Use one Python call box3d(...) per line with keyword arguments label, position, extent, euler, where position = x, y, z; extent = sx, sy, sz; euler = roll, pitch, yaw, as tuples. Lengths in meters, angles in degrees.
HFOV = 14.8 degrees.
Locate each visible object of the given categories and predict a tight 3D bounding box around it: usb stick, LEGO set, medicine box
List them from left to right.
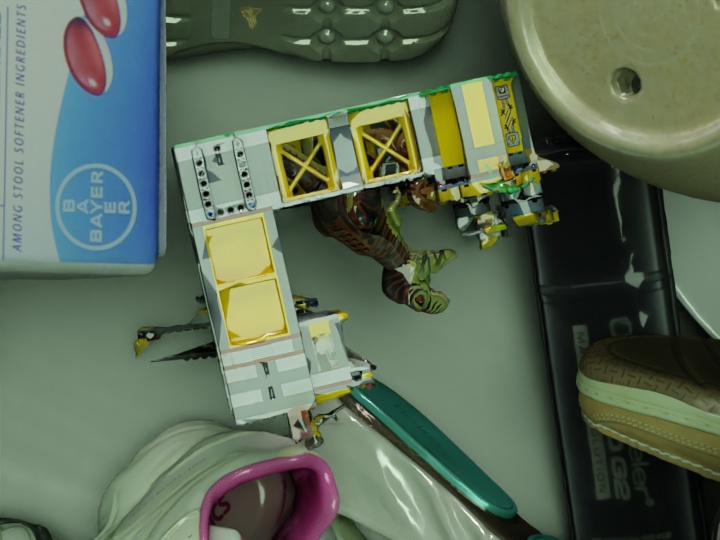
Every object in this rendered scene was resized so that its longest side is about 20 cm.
box3d(label="medicine box", position=(-0.176, -0.089, 0.945), extent=(0.199, 0.103, 0.183), euler=(1, 88, -26))
box3d(label="LEGO set", position=(0.000, 0.000, 1.012), extent=(0.153, 0.200, 0.116), euler=(-13, 92, -13))
box3d(label="usb stick", position=(0.100, 0.045, 1.074), extent=(0.055, 0.033, 0.201), euler=(-6, 100, 15))

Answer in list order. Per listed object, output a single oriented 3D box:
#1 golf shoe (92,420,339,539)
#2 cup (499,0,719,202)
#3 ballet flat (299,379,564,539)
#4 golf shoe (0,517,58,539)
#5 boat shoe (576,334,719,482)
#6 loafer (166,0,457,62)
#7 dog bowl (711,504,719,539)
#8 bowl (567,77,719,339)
box3d(label="golf shoe", position=(-0.081, 0.132, 1.014), extent=(0.075, 0.091, 0.200), euler=(48, 59, -24))
box3d(label="cup", position=(0.125, -0.105, 0.950), extent=(0.200, 0.143, 0.201), euler=(11, 112, 27))
box3d(label="ballet flat", position=(0.051, 0.118, 1.057), extent=(0.200, 0.069, 0.069), euler=(37, 85, 22))
box3d(label="golf shoe", position=(-0.154, 0.193, 1.051), extent=(0.092, 0.073, 0.201), euler=(14, 86, -5))
box3d(label="boat shoe", position=(0.173, 0.080, 1.029), extent=(0.199, 0.072, 0.076), euler=(14, 111, 4))
box3d(label="loafer", position=(-0.061, -0.123, 1.080), extent=(0.199, 0.070, 0.070), euler=(5, 50, -7))
box3d(label="dog bowl", position=(0.213, 0.104, 0.966), extent=(0.199, 0.074, 0.201), euler=(-1, 107, -4))
box3d(label="bowl", position=(0.181, -0.082, 1.054), extent=(0.200, 0.075, 0.200), euler=(-33, 88, 32))
